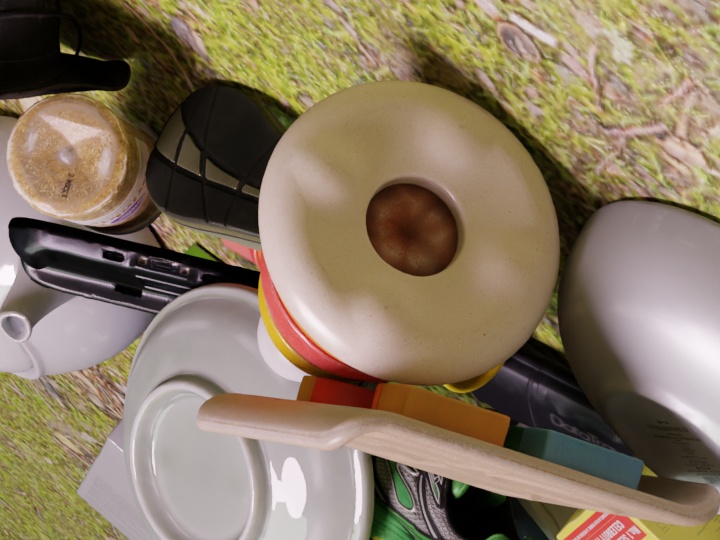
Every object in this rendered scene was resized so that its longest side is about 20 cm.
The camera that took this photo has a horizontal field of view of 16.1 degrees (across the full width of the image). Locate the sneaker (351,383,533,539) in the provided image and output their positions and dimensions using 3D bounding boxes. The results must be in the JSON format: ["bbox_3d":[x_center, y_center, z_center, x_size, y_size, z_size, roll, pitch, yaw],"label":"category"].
[{"bbox_3d":[0.045,0.125,1.420,0.078,0.086,0.200,10,-151,-38],"label":"sneaker"}]

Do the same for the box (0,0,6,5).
[{"bbox_3d":[-0.277,-0.238,1.305,0.199,0.124,0.197,32,161,25],"label":"box"}]

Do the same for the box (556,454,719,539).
[{"bbox_3d":[0.196,0.177,1.284,0.200,0.050,0.075,44,150,3],"label":"box"}]

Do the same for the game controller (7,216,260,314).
[{"bbox_3d":[-0.111,0.003,1.511,0.198,0.042,0.104,13,164,4],"label":"game controller"}]

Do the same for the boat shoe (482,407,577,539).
[{"bbox_3d":[0.119,0.159,1.469,0.062,0.075,0.200,13,145,51],"label":"boat shoe"}]

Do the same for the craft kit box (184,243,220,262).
[{"bbox_3d":[-0.043,0.092,1.690,0.197,0.049,0.200,39,161,16],"label":"craft kit box"}]

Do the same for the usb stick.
[{"bbox_3d":[0.134,0.084,1.344,0.199,0.033,0.056,27,150,36],"label":"usb stick"}]

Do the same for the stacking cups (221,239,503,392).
[{"bbox_3d":[0.000,0.000,1.401,0.200,0.061,0.061,31,159,43],"label":"stacking cups"}]

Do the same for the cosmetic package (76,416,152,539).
[{"bbox_3d":[-0.111,0.112,1.633,0.081,0.113,0.200,40,159,2],"label":"cosmetic package"}]

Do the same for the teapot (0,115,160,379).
[{"bbox_3d":[-0.236,0.004,1.713,0.197,0.146,0.200,32,160,27],"label":"teapot"}]

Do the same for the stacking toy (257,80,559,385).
[{"bbox_3d":[-0.001,0.008,1.232,0.146,0.146,0.200,41,154,-1],"label":"stacking toy"}]

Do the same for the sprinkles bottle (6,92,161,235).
[{"bbox_3d":[-0.151,-0.058,1.439,0.068,0.068,0.200,40,-179,3],"label":"sprinkles bottle"}]

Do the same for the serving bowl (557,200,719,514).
[{"bbox_3d":[0.166,0.061,1.180,0.200,0.066,0.200,36,161,14],"label":"serving bowl"}]

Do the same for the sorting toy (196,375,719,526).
[{"bbox_3d":[0.044,0.081,1.192,0.199,0.037,0.185,14,175,-23],"label":"sorting toy"}]

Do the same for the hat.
[{"bbox_3d":[-0.220,-0.147,1.424,0.200,0.200,0.082,18,111,49],"label":"hat"}]

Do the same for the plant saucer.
[{"bbox_3d":[-0.079,0.109,1.439,0.199,0.050,0.202,12,108,42],"label":"plant saucer"}]

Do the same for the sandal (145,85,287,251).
[{"bbox_3d":[-0.040,-0.038,1.356,0.200,0.080,0.057,26,170,38],"label":"sandal"}]
